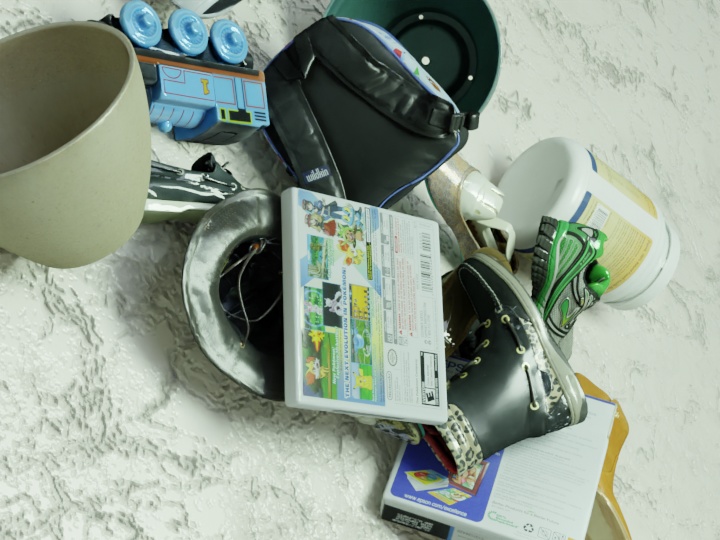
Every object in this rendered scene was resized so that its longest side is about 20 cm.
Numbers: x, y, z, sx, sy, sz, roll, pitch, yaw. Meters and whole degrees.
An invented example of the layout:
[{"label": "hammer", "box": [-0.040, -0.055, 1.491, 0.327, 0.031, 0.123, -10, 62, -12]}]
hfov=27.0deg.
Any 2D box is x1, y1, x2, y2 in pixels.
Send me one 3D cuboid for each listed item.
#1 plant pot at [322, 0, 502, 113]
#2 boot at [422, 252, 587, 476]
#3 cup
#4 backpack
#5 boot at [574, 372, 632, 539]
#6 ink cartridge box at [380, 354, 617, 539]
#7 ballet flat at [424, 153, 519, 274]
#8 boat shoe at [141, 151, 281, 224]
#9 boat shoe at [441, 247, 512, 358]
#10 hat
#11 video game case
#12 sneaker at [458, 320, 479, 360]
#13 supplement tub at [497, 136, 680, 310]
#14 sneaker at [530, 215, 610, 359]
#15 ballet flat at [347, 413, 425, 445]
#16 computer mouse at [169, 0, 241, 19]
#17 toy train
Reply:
[{"label": "plant pot", "box": [0.063, -0.231, 1.636, 0.200, 0.200, 0.134, 64, 14, 2]}, {"label": "boot", "box": [0.111, 0.091, 1.477, 0.154, 0.074, 0.204, -25, 70, -16]}, {"label": "cup", "box": [-0.250, -0.087, 1.223, 0.143, 0.200, 0.200, 68, 29, -41]}, {"label": "backpack", "box": [-0.005, -0.158, 1.511, 0.191, 0.200, 0.154, 51, 10, -4]}, {"label": "boot", "box": [0.271, 0.218, 1.677, 0.144, 0.071, 0.201, -32, 89, -47]}, {"label": "ink cartridge box", "box": [0.140, 0.190, 1.494, 0.197, 0.047, 0.200, 16, 45, 8]}, {"label": "ballet flat", "box": [0.129, -0.061, 1.625, 0.068, 0.067, 0.200, -61, 143, -26]}, {"label": "boat shoe", "box": [-0.149, -0.078, 1.392, 0.199, 0.074, 0.066, 1, 80, -37]}, {"label": "boat shoe", "box": [0.077, 0.054, 1.556, 0.200, 0.065, 0.073, -36, 84, -26]}, {"label": "hat", "box": [-0.098, 0.029, 1.374, 0.200, 0.081, 0.201, 11, 72, -39]}, {"label": "video game case", "box": [0.005, 0.036, 1.386, 0.182, 0.022, 0.200, 12, 69, -39]}, {"label": "sneaker", "box": [0.130, 0.089, 1.614, 0.079, 0.075, 0.200, 23, 46, -19]}, {"label": "supplement tub", "box": [0.267, -0.050, 1.768, 0.200, 0.144, 0.145, 33, 48, -31]}, {"label": "sneaker", "box": [0.232, 0.032, 1.676, 0.078, 0.085, 0.200, -68, 163, -45]}, {"label": "ballet flat", "box": [-0.016, 0.094, 1.452, 0.072, 0.072, 0.200, -29, 87, -50]}, {"label": "computer mouse", "box": [-0.119, -0.304, 1.492, 0.110, 0.044, 0.200, 45, 41, 4]}, {"label": "toy train", "box": [-0.177, -0.182, 1.416, 0.200, 0.087, 0.114, 3, 72, -46]}]
